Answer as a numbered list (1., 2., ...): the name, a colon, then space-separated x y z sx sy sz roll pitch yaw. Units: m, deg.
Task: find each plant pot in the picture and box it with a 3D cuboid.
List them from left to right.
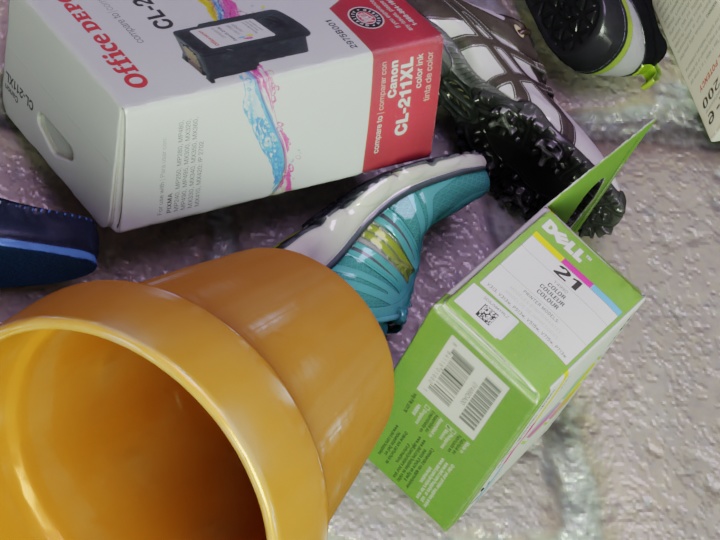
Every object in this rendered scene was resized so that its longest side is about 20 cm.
1. plant pot: -0.081 0.080 1.484 0.200 0.200 0.183 41 38 9

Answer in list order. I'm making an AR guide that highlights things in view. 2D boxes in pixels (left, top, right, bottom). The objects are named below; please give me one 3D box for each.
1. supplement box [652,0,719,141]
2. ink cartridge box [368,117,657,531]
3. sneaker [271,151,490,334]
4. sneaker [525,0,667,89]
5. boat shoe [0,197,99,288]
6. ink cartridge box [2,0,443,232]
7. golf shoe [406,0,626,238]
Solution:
1. supplement box: 0.247 -0.184 1.838 0.126 0.074 0.200 -6 60 -24
2. ink cartridge box: 0.101 0.026 1.598 0.076 0.148 0.200 43 54 10
3. sneaker: 0.000 0.000 1.639 0.200 0.077 0.080 -37 96 -30
4. sneaker: 0.135 -0.193 1.821 0.083 0.072 0.200 13 52 -42
5. boat shoe: -0.233 -0.037 1.554 0.200 0.084 0.069 9 67 -18
6. ink cartridge box: -0.077 -0.109 1.632 0.200 0.083 0.146 -15 41 -28
7. golf shoe: 0.086 -0.105 1.725 0.200 0.078 0.094 40 52 6
